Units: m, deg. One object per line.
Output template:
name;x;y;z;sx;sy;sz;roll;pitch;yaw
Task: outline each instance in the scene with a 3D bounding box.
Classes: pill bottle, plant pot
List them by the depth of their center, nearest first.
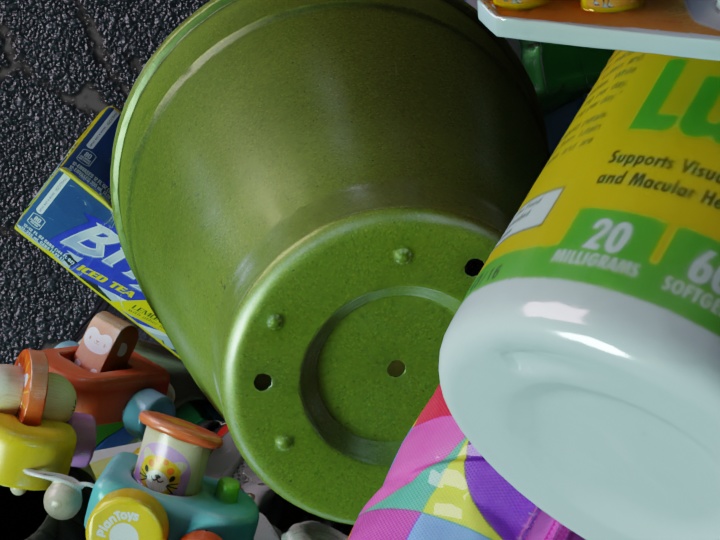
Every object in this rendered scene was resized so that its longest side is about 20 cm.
pill bottle;0.113;-0.027;0.475;0.201;0.111;0.111;-57;11;-26
plant pot;0.000;0.000;0.733;0.201;0.200;0.193;-49;22;15

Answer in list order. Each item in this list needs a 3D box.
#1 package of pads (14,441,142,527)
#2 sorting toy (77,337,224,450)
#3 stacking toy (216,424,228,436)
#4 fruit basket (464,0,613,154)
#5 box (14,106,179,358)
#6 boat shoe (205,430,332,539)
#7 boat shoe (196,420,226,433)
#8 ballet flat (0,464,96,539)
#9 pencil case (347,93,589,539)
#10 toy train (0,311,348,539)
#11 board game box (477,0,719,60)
package of pads;-0.172;0.140;0.861;0.199;0.069;0.154;-13;5;13
sorting toy;-0.158;0.127;1.125;0.200;0.037;0.185;-48;-30;13
stacking toy;-0.102;0.148;0.962;0.200;0.085;0.085;-40;14;24
fruit basket;0.029;-0.126;0.897;0.199;0.187;0.093;-5;7;42
box;-0.093;0.002;1.038;0.070;0.200;0.064;-42;13;44
boat shoe;-0.052;0.133;0.777;0.069;0.071;0.200;-3;31;21
boat shoe;-0.105;0.125;1.044;0.201;0.066;0.072;-44;15;44
ballet flat;-0.152;0.110;0.700;0.066;0.057;0.200;-15;15;19
pencil case;0.064;0.041;0.549;0.201;0.088;0.088;-58;12;-23
toy train;-0.089;0.063;0.747;0.199;0.150;0.056;27;108;39
board game box;0.150;-0.113;0.452;0.200;0.199;0.026;-62;-28;-44
